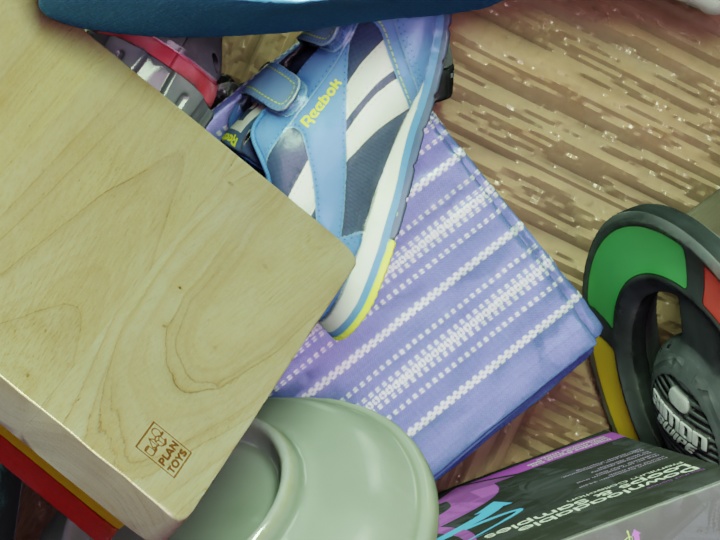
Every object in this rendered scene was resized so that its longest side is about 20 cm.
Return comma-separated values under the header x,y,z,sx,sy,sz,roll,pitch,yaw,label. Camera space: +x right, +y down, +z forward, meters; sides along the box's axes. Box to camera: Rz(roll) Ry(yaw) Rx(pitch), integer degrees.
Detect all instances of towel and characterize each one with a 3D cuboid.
x,y,z,sx,sy,sz,roll,pitch,yaw,label
0.000,0.000,1.173,0.145,0.024,0.200,-39,99,-6,towel

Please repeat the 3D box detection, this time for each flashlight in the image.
x,y,z,sx,sy,sz,roll,pitch,yaw,label
-0.057,-0.143,1.139,0.068,0.068,0.200,26,77,25,flashlight

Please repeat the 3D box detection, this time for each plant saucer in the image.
x,y,z,sx,sy,sz,roll,pitch,yaw,label
-0.068,0.113,1.077,0.200,0.200,0.050,-33,125,-8,plant saucer

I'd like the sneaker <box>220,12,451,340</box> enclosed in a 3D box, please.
x,y,z,sx,sy,sz,roll,pitch,yaw,label
-0.013,-0.074,1.119,0.082,0.074,0.201,15,90,-8,sneaker

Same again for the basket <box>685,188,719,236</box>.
x,y,z,sx,sy,sz,roll,pitch,yaw,label
0.255,-0.016,1.198,0.200,0.136,0.181,-29,56,-3,basket

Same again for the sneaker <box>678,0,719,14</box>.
x,y,z,sx,sy,sz,roll,pitch,yaw,label
0.079,-0.151,1.201,0.200,0.076,0.115,29,112,-24,sneaker

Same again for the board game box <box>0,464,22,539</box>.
x,y,z,sx,sy,sz,roll,pitch,yaw,label
-0.188,0.105,1.056,0.028,0.135,0.201,0,75,27,board game box

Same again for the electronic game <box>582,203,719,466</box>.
x,y,z,sx,sy,sz,roll,pitch,yaw,label
0.156,0.065,1.149,0.042,0.200,0.200,-22,97,-18,electronic game

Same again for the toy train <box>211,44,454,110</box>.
x,y,z,sx,sy,sz,roll,pitch,yaw,label
-0.051,-0.068,1.185,0.199,0.034,0.046,-14,106,-12,toy train

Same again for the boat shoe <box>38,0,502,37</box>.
x,y,z,sx,sy,sz,roll,pitch,yaw,label
-0.034,-0.136,1.065,0.199,0.084,0.069,-4,83,-9,boat shoe

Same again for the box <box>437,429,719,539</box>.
x,y,z,sx,sy,sz,roll,pitch,yaw,label
0.077,0.116,1.134,0.143,0.200,0.036,-20,96,-11,box

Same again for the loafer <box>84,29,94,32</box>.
x,y,z,sx,sy,sz,roll,pitch,yaw,label
-0.119,-0.146,1.149,0.072,0.063,0.200,26,87,-12,loafer

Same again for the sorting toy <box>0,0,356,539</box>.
x,y,z,sx,sy,sz,roll,pitch,yaw,label
-0.126,0.000,1.015,0.199,0.200,0.070,39,125,-4,sorting toy
